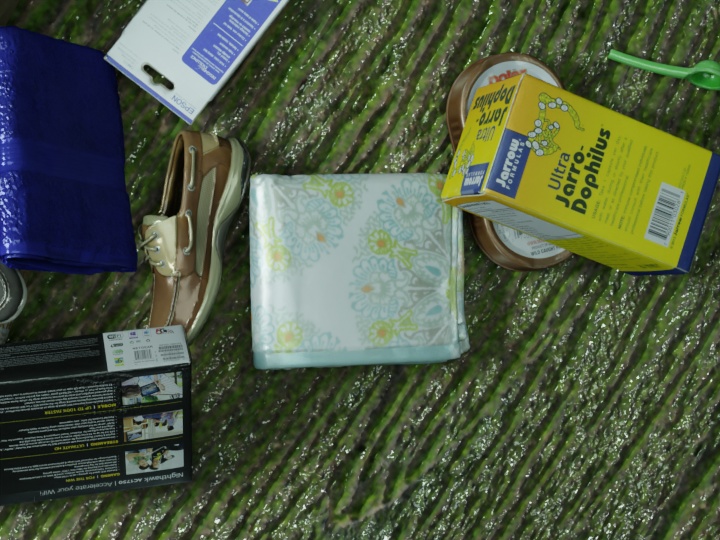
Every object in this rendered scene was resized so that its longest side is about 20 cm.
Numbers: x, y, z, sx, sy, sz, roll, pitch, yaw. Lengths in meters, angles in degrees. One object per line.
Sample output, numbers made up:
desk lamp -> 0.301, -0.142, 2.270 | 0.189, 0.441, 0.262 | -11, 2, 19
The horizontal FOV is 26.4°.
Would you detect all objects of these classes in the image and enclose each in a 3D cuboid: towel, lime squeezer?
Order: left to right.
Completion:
towel -> -0.257, -0.095, 1.280 | 0.050, 0.148, 0.200 | -14, 77, 32
towel -> 0.000, 0.000, 1.353 | 0.200, 0.048, 0.171 | -2, 89, -18
lime squeezer -> 0.333, -0.197, 1.415 | 0.200, 0.038, 0.071 | -16, 93, -7

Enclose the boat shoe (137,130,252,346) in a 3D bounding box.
boat shoe -> -0.158, -0.027, 1.325 | 0.074, 0.076, 0.200 | 20, 79, -29

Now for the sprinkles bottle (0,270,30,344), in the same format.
sprinkles bottle -> -0.322, 0.017, 1.312 | 0.068, 0.068, 0.200 | 20, 88, -8

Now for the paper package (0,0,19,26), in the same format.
paper package -> -0.310, -0.294, 1.242 | 0.103, 0.200, 0.191 | 28, 87, -7

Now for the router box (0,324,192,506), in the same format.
router box -> -0.243, 0.124, 1.286 | 0.200, 0.051, 0.149 | -5, 131, -12

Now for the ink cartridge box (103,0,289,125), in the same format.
ink cartridge box -> -0.128, -0.233, 1.350 | 0.099, 0.039, 0.200 | 39, 84, -7

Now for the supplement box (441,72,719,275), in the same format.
supplement box -> 0.190, -0.079, 1.320 | 0.200, 0.109, 0.110 | 20, 84, -16

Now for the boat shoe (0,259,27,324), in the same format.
boat shoe -> -0.358, -0.020, 1.264 | 0.200, 0.057, 0.067 | 36, 96, 27

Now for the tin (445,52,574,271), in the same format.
tin -> 0.145, -0.098, 1.383 | 0.112, 0.042, 0.200 | -14, 93, -20
